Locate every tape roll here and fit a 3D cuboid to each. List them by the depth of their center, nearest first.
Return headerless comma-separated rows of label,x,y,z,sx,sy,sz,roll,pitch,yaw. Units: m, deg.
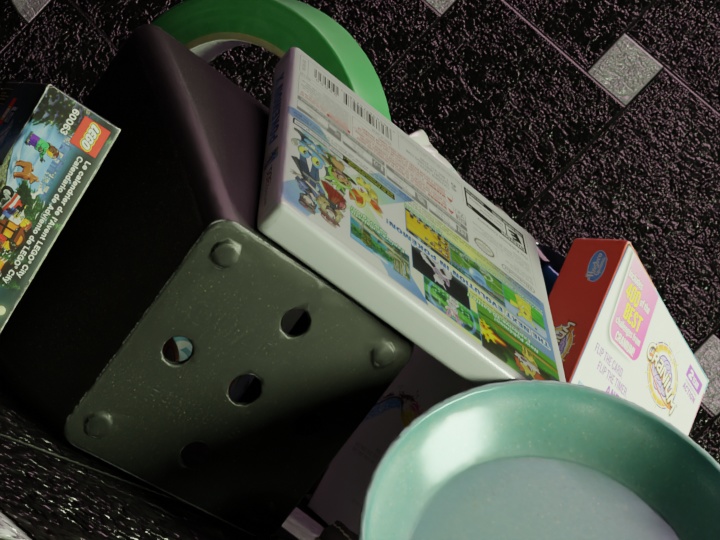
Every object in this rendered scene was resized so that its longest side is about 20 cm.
tape roll,-0.077,-0.081,0.883,0.199,0.202,0.048,30,19,18

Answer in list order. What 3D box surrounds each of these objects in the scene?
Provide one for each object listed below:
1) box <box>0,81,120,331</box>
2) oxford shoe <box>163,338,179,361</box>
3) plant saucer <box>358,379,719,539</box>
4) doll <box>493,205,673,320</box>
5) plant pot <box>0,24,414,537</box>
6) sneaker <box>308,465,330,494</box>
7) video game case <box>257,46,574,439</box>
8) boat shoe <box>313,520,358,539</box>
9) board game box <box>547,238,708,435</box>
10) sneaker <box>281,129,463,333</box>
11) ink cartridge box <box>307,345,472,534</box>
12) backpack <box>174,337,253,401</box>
box,-0.183,-0.023,0.649,0.037,0.138,0.200,32,-4,-21
oxford shoe,-0.210,0.019,0.882,0.199,0.071,0.074,34,-7,-21
plant saucer,0.094,0.141,0.613,0.199,0.200,0.036,30,-41,15
doll,0.130,0.007,0.913,0.199,0.049,0.136,26,9,-43
plant pot,-0.083,0.021,0.726,0.199,0.200,0.178,34,9,-28
sneaker,-0.038,0.080,1.026,0.078,0.203,0.074,-5,7,16
video game case,0.030,-0.019,0.726,0.199,0.022,0.183,37,26,-21
boat shoe,0.060,0.176,0.710,0.199,0.065,0.072,33,-4,-21
board game box,0.140,0.107,0.812,0.040,0.201,0.153,5,-35,40
sneaker,0.000,0.000,0.928,0.080,0.201,0.070,44,22,5
ink cartridge box,0.085,0.131,0.950,0.146,0.202,0.146,32,-5,-19
backpack,-0.151,0.022,1.019,0.181,0.148,0.200,28,1,-4
